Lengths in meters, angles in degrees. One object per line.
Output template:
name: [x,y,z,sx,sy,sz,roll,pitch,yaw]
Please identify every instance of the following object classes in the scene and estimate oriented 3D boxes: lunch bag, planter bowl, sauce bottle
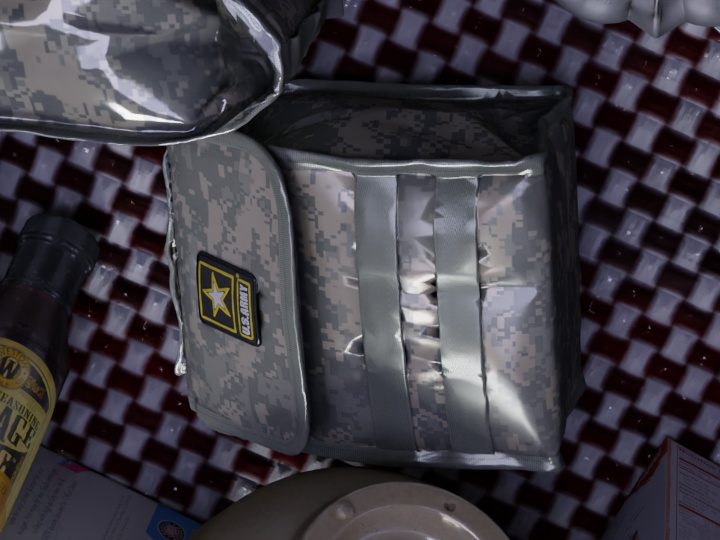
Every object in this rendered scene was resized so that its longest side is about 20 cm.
lunch bag: [0.000,0.000,1.147,0.199,0.118,0.165,2,114,14]
planter bowl: [0.005,0.175,1.121,0.200,0.201,0.135,30,148,-5]
lunch bag: [-0.113,-0.125,1.092,0.199,0.164,0.118,4,109,6]
sauce bottle: [-0.181,0.063,1.165,0.066,0.201,0.066,14,151,8]

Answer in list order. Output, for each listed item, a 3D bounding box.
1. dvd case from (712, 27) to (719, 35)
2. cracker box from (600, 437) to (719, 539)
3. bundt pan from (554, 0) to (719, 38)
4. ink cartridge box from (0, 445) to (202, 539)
dvd case: [0.191,-0.181,1.110,0.200,0.018,0.143,42,110,-10]
cracker box: [0.135,0.184,1.162,0.058,0.200,0.134,28,112,-3]
bundt pan: [0.135,-0.194,1.063,0.201,0.076,0.203,2,110,6]
ink cartridge box: [-0.181,0.142,1.232,0.199,0.115,0.068,27,112,-3]
